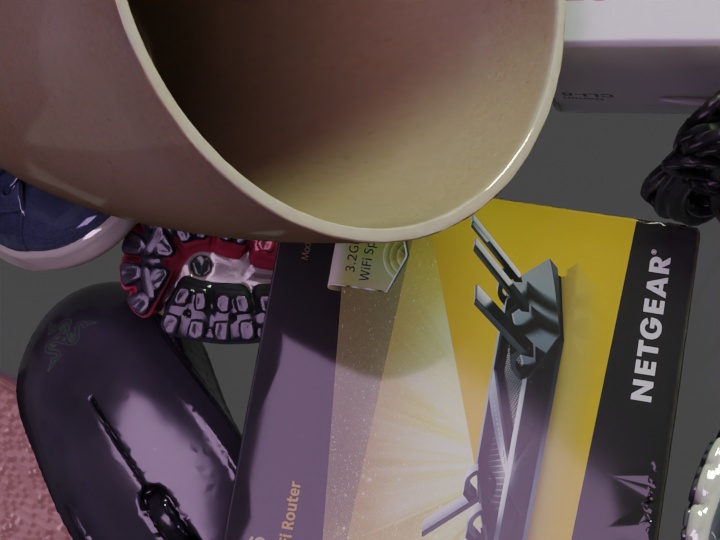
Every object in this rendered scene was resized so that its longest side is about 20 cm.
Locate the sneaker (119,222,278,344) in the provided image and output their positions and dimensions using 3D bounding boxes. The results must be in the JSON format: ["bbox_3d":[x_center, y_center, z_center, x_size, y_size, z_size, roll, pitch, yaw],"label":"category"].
[{"bbox_3d":[0.000,0.000,0.798,0.199,0.075,0.081,10,92,1],"label":"sneaker"}]

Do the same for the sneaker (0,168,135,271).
[{"bbox_3d":[-0.169,-0.073,0.795,0.075,0.085,0.200,-44,50,-14],"label":"sneaker"}]

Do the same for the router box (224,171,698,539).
[{"bbox_3d":[0.035,0.073,0.700,0.156,0.052,0.201,8,78,7],"label":"router box"}]

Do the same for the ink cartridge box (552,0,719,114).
[{"bbox_3d":[0.144,-0.169,0.740,0.145,0.145,0.201,1,85,13],"label":"ink cartridge box"}]

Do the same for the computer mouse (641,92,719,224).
[{"bbox_3d":[0.217,-0.036,0.722,0.199,0.139,0.053,14,80,4],"label":"computer mouse"}]

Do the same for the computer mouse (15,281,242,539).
[{"bbox_3d":[-0.086,0.080,0.795,0.138,0.053,0.200,-40,64,5],"label":"computer mouse"}]

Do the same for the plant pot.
[{"bbox_3d":[-0.061,-0.090,0.664,0.200,0.187,0.188,-11,80,52],"label":"plant pot"}]

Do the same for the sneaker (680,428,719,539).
[{"bbox_3d":[0.176,0.082,0.702,0.079,0.078,0.200,21,59,28],"label":"sneaker"}]
